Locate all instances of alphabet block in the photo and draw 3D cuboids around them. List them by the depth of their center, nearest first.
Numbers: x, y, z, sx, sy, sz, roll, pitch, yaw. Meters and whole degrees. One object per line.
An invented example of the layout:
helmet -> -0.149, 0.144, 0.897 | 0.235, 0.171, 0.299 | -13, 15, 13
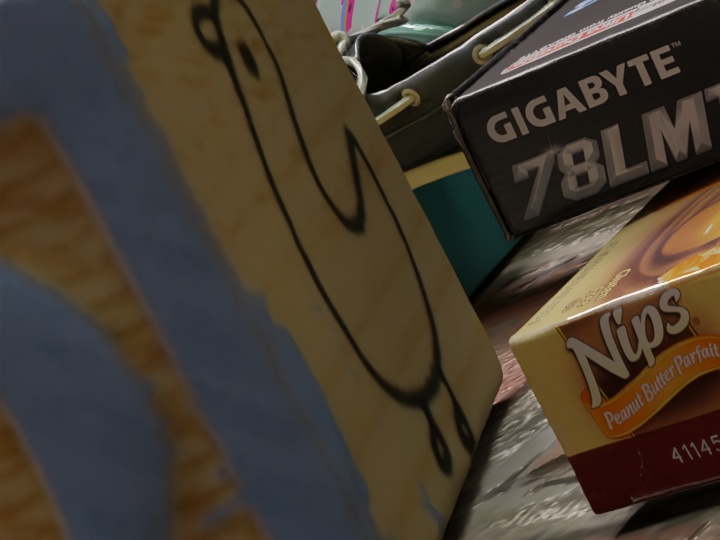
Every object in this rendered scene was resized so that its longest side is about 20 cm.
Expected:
alphabet block -> -0.094, 0.021, 0.796 | 0.196, 0.196, 0.200 | -24, 12, 15

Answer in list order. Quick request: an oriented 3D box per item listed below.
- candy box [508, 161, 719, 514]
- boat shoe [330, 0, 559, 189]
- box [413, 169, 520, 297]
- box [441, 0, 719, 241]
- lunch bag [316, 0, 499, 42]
candy box -> 0.135, -0.016, 0.739 | 0.115, 0.055, 0.200 | -20, 12, 37
boat shoe -> 0.013, -0.058, 0.988 | 0.200, 0.062, 0.075 | -18, 17, 33
box -> 0.000, 0.000, 1.046 | 0.082, 0.049, 0.200 | -22, 12, 29
box -> 0.142, -0.089, 0.796 | 0.200, 0.050, 0.198 | -22, 9, 26
lunch bag -> 0.073, -0.108, 1.156 | 0.160, 0.077, 0.200 | 11, 3, -15
